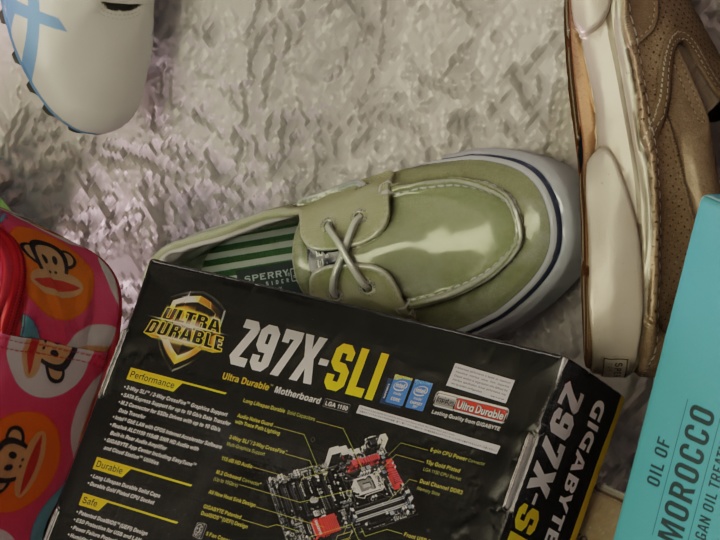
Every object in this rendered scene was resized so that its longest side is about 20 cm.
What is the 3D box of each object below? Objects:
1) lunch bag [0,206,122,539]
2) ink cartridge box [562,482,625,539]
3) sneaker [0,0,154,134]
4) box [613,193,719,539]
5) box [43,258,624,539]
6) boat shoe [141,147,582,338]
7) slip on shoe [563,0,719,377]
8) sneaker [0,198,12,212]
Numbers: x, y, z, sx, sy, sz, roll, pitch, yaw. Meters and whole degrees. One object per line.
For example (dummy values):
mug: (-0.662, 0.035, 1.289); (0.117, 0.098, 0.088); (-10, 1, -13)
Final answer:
lunch bag: (-0.196, 0.061, 1.200); (0.176, 0.082, 0.201); (22, 94, 44)
ink cartridge box: (0.008, 0.135, 1.075); (0.199, 0.075, 0.166); (23, 83, 40)
sneaker: (-0.105, -0.156, 1.197); (0.072, 0.071, 0.202); (12, 100, 56)
box: (0.133, 0.075, 0.989); (0.049, 0.082, 0.201); (24, 108, 37)
box: (-0.021, 0.092, 1.035); (0.199, 0.049, 0.161); (12, 75, 38)
boat shoe: (0.000, 0.000, 1.117); (0.199, 0.062, 0.073); (-16, 82, 40)
slip on shoe: (0.105, -0.063, 1.027); (0.060, 0.076, 0.202); (-3, 80, 2)
sneaker: (-0.227, 0.021, 1.324); (0.200, 0.077, 0.084); (-43, 58, 23)
